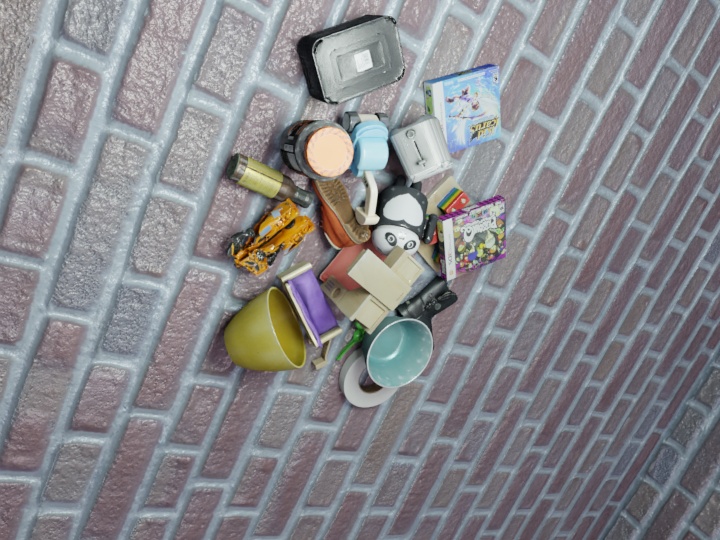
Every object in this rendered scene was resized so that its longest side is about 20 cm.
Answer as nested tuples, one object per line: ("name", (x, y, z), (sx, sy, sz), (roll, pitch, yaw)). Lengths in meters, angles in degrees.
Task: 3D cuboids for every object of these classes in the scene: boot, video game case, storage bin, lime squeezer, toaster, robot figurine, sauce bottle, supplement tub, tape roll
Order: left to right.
("robot figurine", (-0.207, -0.067, 1.291), (0.200, 0.058, 0.145), (-41, 144, 5))
("sauce bottle", (-0.196, -0.191, 1.256), (0.200, 0.065, 0.065), (24, 100, -34))
("supplement tub", (-0.091, -0.253, 1.191), (0.122, 0.200, 0.123), (-5, 106, -20))
("boot", (-0.071, -0.140, 1.342), (0.075, 0.107, 0.200), (-39, 102, -44))
("storage bin", (-0.018, -0.451, 1.212), (0.200, 0.094, 0.135), (-25, 122, -15))
("lime squeezer", (-0.017, 0.157, 1.535), (0.070, 0.038, 0.200), (4, 124, -13))
("tape roll", (0.036, 0.300, 1.634), (0.202, 0.037, 0.203), (-12, 118, -24))
("robot figurine", (0.097, -0.128, 1.381), (0.125, 0.150, 0.201), (36, 62, -53))
("toaster", (0.146, -0.281, 1.321), (0.113, 0.200, 0.129), (-20, 96, 17))
("boot", (0.211, 0.129, 1.623), (0.168, 0.076, 0.200), (-34, 119, -6))
("video game case", (0.258, -0.399, 1.416), (0.200, 0.045, 0.182), (-21, 122, -19))
("video game case", (0.298, -0.086, 1.506), (0.200, 0.036, 0.182), (-20, 123, -19))

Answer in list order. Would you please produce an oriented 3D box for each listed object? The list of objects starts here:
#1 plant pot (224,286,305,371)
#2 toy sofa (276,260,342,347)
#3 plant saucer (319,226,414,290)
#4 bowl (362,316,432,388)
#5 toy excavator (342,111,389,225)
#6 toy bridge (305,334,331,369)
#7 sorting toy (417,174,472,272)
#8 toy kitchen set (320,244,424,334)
("plant pot", (-0.235, 0.157, 1.342), (0.142, 0.200, 0.200), (-21, 124, 9))
("toy sofa", (-0.120, 0.084, 1.384), (0.083, 0.098, 0.200), (-29, 109, -14))
("plant saucer", (0.015, -0.014, 1.473), (0.200, 0.037, 0.200), (-50, 126, 2))
("bowl", (0.085, 0.203, 1.531), (0.200, 0.105, 0.201), (-9, 112, -24))
("toy excavator", (0.012, -0.230, 1.282), (0.100, 0.200, 0.195), (-4, 146, -27))
("toy bridge", (-0.111, 0.171, 1.498), (0.067, 0.027, 0.200), (-22, 121, -19))
("sorting toy", (0.233, -0.114, 1.523), (0.199, 0.070, 0.200), (-46, 126, -2))
("toy kitchen set", (0.000, 0.000, 1.340), (0.200, 0.180, 0.163), (-50, 126, 0))
